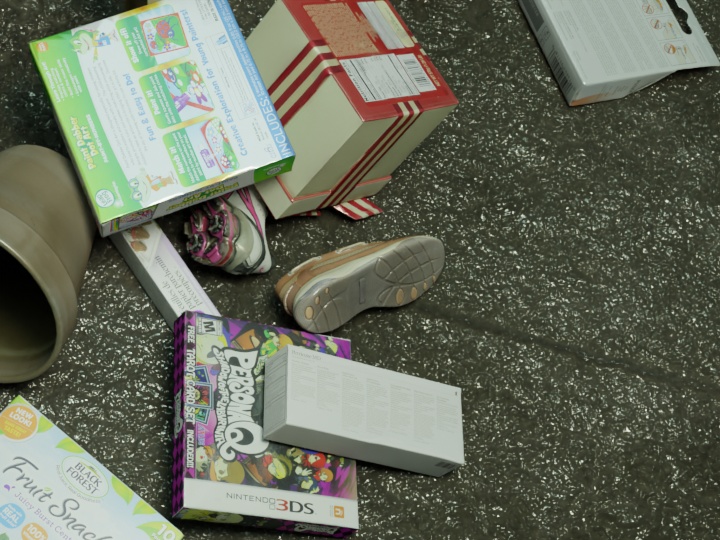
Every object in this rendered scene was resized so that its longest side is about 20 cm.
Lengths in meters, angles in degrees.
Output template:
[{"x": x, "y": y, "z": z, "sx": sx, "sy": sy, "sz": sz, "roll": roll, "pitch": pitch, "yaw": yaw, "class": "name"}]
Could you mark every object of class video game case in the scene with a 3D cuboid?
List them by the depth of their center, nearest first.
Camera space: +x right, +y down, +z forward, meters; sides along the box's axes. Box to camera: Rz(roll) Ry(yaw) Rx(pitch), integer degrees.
[{"x": -0.091, "y": 0.147, "z": 1.463, "sx": 0.181, "sy": 0.036, "sz": 0.200, "roll": 12, "pitch": 59, "yaw": -26, "class": "video game case"}]

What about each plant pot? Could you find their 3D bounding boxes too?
[{"x": -0.336, "y": -0.025, "z": 1.448, "sx": 0.200, "sy": 0.200, "sz": 0.174, "roll": 24, "pitch": 44, "yaw": 0, "class": "plant pot"}]

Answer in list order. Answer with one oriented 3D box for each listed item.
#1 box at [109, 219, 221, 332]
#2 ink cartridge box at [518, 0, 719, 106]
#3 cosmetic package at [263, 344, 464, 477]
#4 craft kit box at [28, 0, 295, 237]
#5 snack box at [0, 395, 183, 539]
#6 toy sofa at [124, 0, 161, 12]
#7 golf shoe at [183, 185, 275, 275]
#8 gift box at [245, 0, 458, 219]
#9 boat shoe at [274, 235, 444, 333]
[{"x": -0.209, "y": -0.012, "z": 1.541, "sx": 0.039, "sy": 0.041, "sz": 0.200, "roll": -29, "pitch": 71, "yaw": -24, "class": "box"}, {"x": 0.303, "y": -0.282, "z": 1.809, "sx": 0.200, "sy": 0.050, "sz": 0.162, "roll": -10, "pitch": 65, "yaw": -27, "class": "ink cartridge box"}, {"x": 0.004, "y": 0.137, "z": 1.472, "sx": 0.200, "sy": 0.051, "sz": 0.083, "roll": 17, "pitch": 59, "yaw": -28, "class": "cosmetic package"}, {"x": -0.191, "y": -0.156, "z": 1.471, "sx": 0.197, "sy": 0.049, "sz": 0.200, "roll": -19, "pitch": 75, "yaw": -16, "class": "craft kit box"}, {"x": -0.278, "y": 0.228, "z": 1.360, "sx": 0.200, "sy": 0.053, "sz": 0.142, "roll": 38, "pitch": 60, "yaw": 8, "class": "snack box"}, {"x": -0.206, "y": -0.273, "z": 1.589, "sx": 0.098, "sy": 0.200, "sz": 0.083, "roll": -12, "pitch": 65, "yaw": -12, "class": "toy sofa"}, {"x": -0.142, "y": -0.078, "z": 1.586, "sx": 0.092, "sy": 0.073, "sz": 0.200, "roll": 20, "pitch": 45, "yaw": -43, "class": "golf shoe"}, {"x": -0.027, "y": -0.163, "z": 1.581, "sx": 0.200, "sy": 0.187, "sz": 0.185, "roll": -9, "pitch": 63, "yaw": -47, "class": "gift box"}, {"x": 0.000, "y": 0.000, "z": 1.564, "sx": 0.200, "sy": 0.076, "sz": 0.072, "roll": -17, "pitch": 34, "yaw": -36, "class": "boat shoe"}]
